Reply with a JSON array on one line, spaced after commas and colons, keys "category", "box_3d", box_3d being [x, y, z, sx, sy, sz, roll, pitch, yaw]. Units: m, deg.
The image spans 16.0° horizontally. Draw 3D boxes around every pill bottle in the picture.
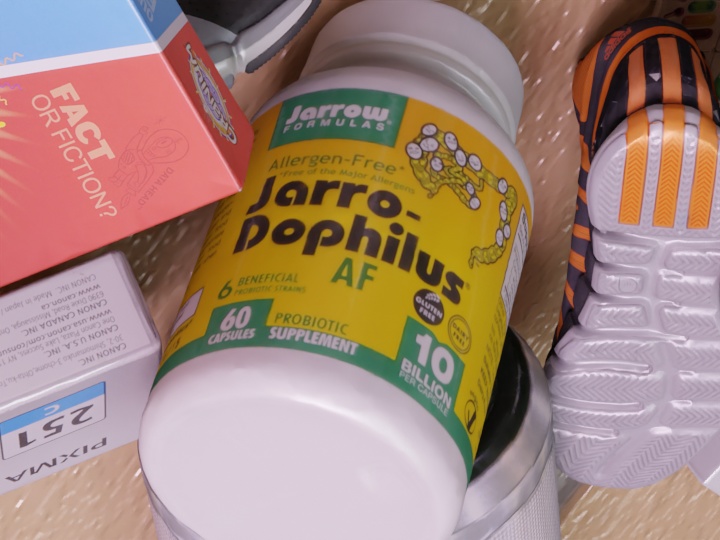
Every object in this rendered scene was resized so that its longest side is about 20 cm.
[{"category": "pill bottle", "box_3d": [0.000, 0.000, 0.910, 0.113, 0.200, 0.113, 10, 140, 9]}]

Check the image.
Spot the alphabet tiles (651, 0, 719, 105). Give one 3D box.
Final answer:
[{"category": "alphabet tiles", "box_3d": [0.204, -0.149, 1.045, 0.167, 0.008, 0.200, -2, 124, -27]}]

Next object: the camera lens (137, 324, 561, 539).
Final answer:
[{"category": "camera lens", "box_3d": [0.001, 0.113, 1.028, 0.160, 0.160, 0.200, -20, 131, -14]}]

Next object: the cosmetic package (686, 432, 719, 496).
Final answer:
[{"category": "cosmetic package", "box_3d": [0.232, 0.025, 1.137, 0.200, 0.081, 0.113, -47, 132, 12]}]

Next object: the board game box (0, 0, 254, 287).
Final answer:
[{"category": "board game box", "box_3d": [-0.157, -0.059, 0.822, 0.200, 0.040, 0.153, -21, 119, 16]}]

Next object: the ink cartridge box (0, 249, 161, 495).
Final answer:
[{"category": "ink cartridge box", "box_3d": [-0.171, 0.075, 0.928, 0.200, 0.045, 0.176, -22, 162, -13]}]

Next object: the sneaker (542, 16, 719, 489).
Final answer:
[{"category": "sneaker", "box_3d": [0.115, -0.012, 1.024, 0.077, 0.112, 0.200, 7, 130, -2]}]

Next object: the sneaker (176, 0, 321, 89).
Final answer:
[{"category": "sneaker", "box_3d": [-0.111, -0.102, 0.866, 0.200, 0.075, 0.116, -26, 130, -7]}]
